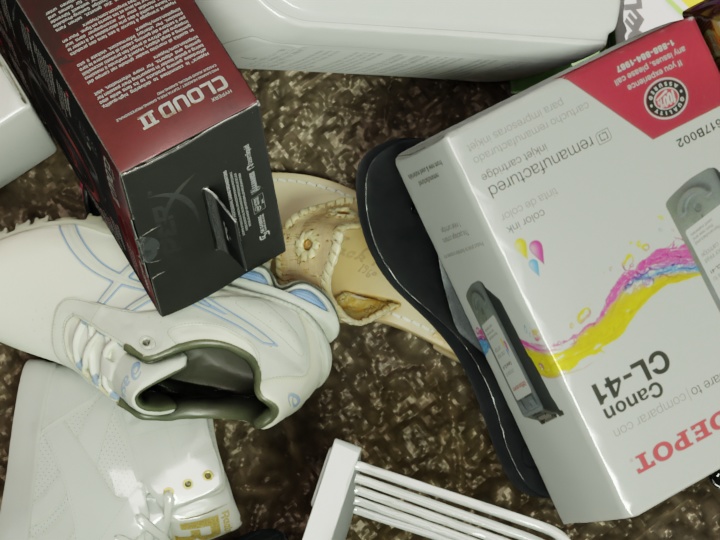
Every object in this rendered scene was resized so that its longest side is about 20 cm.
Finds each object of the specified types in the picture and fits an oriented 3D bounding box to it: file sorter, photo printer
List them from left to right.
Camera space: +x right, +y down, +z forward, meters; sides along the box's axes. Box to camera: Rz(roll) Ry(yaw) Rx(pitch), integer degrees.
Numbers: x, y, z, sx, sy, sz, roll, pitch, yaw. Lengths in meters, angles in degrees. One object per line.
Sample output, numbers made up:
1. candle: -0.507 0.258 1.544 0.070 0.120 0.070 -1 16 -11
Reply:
1. photo printer: 0.006 -0.135 1.345 0.199 0.166 0.070 2 87 -17
2. file sorter: 0.023 0.176 1.291 0.124 0.200 0.139 18 79 3

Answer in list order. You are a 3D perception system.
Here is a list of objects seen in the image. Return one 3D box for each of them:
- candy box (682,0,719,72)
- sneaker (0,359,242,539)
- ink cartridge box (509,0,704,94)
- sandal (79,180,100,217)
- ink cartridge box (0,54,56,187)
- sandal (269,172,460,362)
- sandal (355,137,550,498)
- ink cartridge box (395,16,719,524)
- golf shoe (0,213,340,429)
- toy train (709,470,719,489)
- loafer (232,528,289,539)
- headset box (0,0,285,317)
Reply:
1. candy box: 0.225 -0.044 1.336 0.056 0.117 0.201 -23 97 1
2. sneaker: -0.117 0.134 1.352 0.115 0.074 0.201 2 60 2
3. ink cartridge box: 0.173 -0.155 1.422 0.199 0.059 0.104 -5 79 3
4. sandal: -0.112 -0.046 1.402 0.075 0.045 0.201 5 89 13
5. ink cartridge box: -0.257 -0.045 1.363 0.200 0.176 0.045 -33 78 -4
6. sandal: 0.002 -0.005 1.394 0.211 0.070 0.078 20 79 7
7. sandal: 0.069 0.018 1.362 0.076 0.043 0.201 -34 96 -19
8. ink cartridge box: 0.129 0.000 1.313 0.147 0.086 0.201 -27 91 -18
9. golf shoe: -0.114 0.030 1.349 0.199 0.097 0.079 8 119 11
10. toy train: 0.190 0.051 1.392 0.046 0.034 0.201 -10 76 -11
11. loafer: -0.095 0.215 1.362 0.200 0.073 0.072 -46 110 -12
12. headset box: -0.108 -0.084 1.296 0.075 0.149 0.200 -28 64 -10
